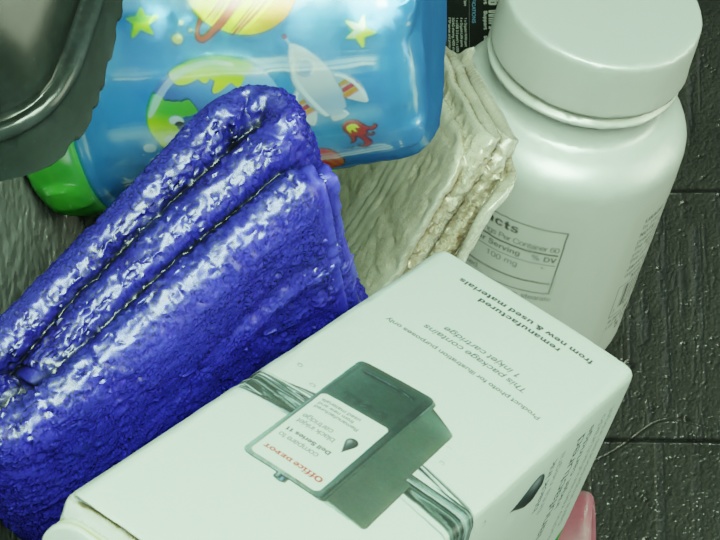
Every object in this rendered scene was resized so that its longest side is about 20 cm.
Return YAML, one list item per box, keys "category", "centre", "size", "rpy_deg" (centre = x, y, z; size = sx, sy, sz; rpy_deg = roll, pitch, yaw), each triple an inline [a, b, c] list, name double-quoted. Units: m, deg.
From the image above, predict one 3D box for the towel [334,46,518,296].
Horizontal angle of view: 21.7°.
- category: "towel"
  centre: [0.000, 0.000, 0.818]
  size: [0.200, 0.034, 0.133]
  rpy_deg: [-56, -158, 20]

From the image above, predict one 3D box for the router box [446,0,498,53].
- category: "router box"
  centre: [0.029, -0.161, 1.040]
  size: [0.200, 0.150, 0.062]
  rpy_deg: [-71, 160, -66]

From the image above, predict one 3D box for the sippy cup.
- category: "sippy cup"
  centre: [-0.039, -0.086, 0.628]
  size: [0.178, 0.130, 0.140]
  rpy_deg: [65, 26, -71]

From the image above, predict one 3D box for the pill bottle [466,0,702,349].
- category: "pill bottle"
  centre: [0.091, -0.052, 0.891]
  size: [0.200, 0.114, 0.114]
  rpy_deg: [103, -4, -47]

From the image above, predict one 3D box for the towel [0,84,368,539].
- category: "towel"
  centre: [-0.049, 0.043, 0.610]
  size: [0.148, 0.050, 0.200]
  rpy_deg: [-49, 157, -15]

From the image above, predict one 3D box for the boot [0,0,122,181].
- category: "boot"
  centre: [-0.098, -0.136, 0.440]
  size: [0.163, 0.073, 0.198]
  rpy_deg: [72, 20, -56]

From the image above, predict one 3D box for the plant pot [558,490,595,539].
- category: "plant pot"
  centre: [0.017, 0.197, 0.849]
  size: [0.200, 0.179, 0.200]
  rpy_deg: [0, 90, -81]

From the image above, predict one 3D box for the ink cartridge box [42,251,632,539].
- category: "ink cartridge box"
  centre: [-0.014, 0.101, 0.578]
  size: [0.200, 0.083, 0.147]
  rpy_deg: [-32, 148, -51]
